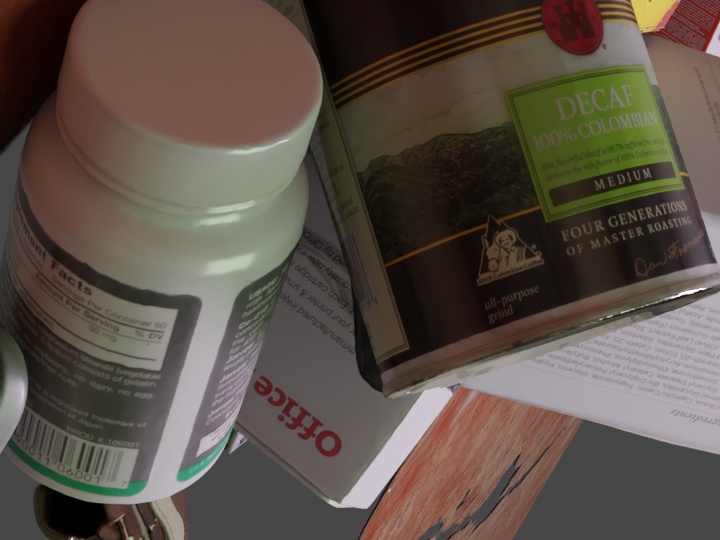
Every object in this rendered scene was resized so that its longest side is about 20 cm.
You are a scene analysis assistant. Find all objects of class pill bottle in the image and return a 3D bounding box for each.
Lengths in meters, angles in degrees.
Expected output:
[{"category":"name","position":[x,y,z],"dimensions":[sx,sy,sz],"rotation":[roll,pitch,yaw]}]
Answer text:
[{"category":"pill bottle","position":[-0.084,-0.009,0.726],"dimensions":[0.113,0.113,0.201],"rotation":[-39,160,-43]}]

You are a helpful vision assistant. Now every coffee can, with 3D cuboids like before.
[{"category":"coffee can","position":[0.048,-0.066,0.743],"dimensions":[0.145,0.202,0.146],"rotation":[-17,174,-2]}]

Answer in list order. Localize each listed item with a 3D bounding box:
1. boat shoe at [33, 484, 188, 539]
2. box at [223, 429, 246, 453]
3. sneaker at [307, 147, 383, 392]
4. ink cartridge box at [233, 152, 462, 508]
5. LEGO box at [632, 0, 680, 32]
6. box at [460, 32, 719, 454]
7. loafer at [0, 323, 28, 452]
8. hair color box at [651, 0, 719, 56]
[{"category":"boat shoe","position":[-0.135,0.109,0.940],"dimensions":[0.074,0.075,0.203],"rotation":[-29,149,-26]},{"category":"box","position":[-0.020,0.021,1.138],"dimensions":[0.200,0.035,0.111],"rotation":[-37,158,-47]},{"category":"sneaker","position":[-0.004,-0.041,0.870],"dimensions":[0.075,0.114,0.202],"rotation":[54,45,-61]},{"category":"ink cartridge box","position":[0.000,0.000,0.940],"dimensions":[0.201,0.144,0.084],"rotation":[-53,165,-1]},{"category":"LEGO box","position":[0.159,-0.218,1.072],"dimensions":[0.150,0.077,0.200],"rotation":[-59,165,20]},{"category":"box","position":[0.166,-0.027,1.152],"dimensions":[0.200,0.198,0.172],"rotation":[-94,-155,-51]},{"category":"loafer","position":[-0.204,0.100,0.708],"dimensions":[0.069,0.075,0.201],"rotation":[9,112,-60]},{"category":"hair color box","position":[0.283,-0.227,1.463],"dimensions":[0.111,0.064,0.201],"rotation":[-45,164,-32]}]
